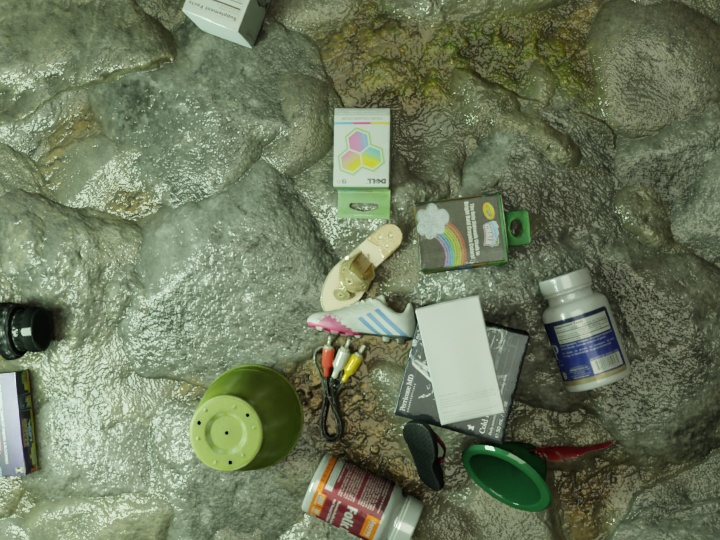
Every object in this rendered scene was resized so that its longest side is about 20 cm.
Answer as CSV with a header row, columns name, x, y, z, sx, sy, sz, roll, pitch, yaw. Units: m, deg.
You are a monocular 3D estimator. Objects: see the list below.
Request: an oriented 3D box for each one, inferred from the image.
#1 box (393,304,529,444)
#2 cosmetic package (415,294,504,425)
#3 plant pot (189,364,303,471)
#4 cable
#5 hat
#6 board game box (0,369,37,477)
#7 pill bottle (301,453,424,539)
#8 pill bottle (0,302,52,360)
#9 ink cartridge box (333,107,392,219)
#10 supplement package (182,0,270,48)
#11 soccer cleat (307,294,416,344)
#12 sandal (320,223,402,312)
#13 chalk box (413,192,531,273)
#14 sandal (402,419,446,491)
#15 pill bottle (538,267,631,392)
name,x,y,z,sx,sy,sz,roll,pitch,yaw
box,0.181,0.181,1.570,0.196,0.124,0.200,14,90,8
cosmetic package,0.166,0.147,1.472,0.113,0.081,0.200,-11,86,6
plant pot,-0.217,0.275,1.576,0.200,0.193,0.201,0,88,6
cable,-0.058,0.218,1.630,0.097,0.050,0.200,15,90,10
hat,0.306,0.320,1.591,0.200,0.166,0.176,45,56,-10
board game box,-0.722,0.300,1.700,0.165,0.057,0.200,-7,88,7
pill bottle,0.005,0.422,1.587,0.200,0.114,0.114,23,91,7
pill bottle,-0.700,0.117,1.673,0.200,0.112,0.112,-4,88,7
ink cartridge box,0.004,-0.197,1.627,0.104,0.059,0.200,1,89,6
supplement package,-0.229,-0.537,1.632,0.117,0.117,0.200,22,92,6
soccer cleat,0.004,0.084,1.623,0.200,0.070,0.086,8,83,1
sandal,-0.004,-0.004,1.619,0.078,0.070,0.212,42,94,5
chalk box,0.201,-0.066,1.572,0.200,0.124,0.125,-6,87,5
sandal,0.122,0.319,1.561,0.075,0.200,0.045,32,61,35
pill bottle,0.389,0.102,1.549,0.120,0.120,0.200,-18,86,6
